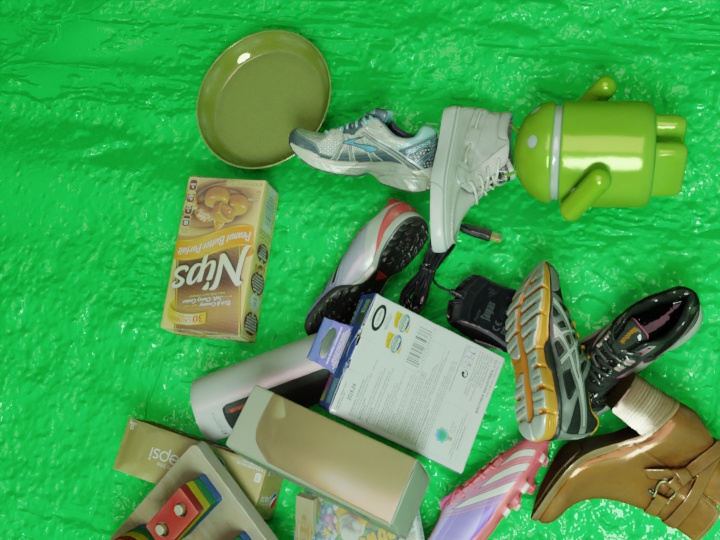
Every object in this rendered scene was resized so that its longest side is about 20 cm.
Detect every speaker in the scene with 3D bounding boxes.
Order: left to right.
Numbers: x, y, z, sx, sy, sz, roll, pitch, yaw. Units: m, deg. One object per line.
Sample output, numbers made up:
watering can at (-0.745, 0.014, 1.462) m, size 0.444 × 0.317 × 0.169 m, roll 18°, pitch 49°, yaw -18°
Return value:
speaker at (-0.102, 0.136, 0.986) m, size 0.196 × 0.081 × 0.083 m, roll -20°, pitch 70°, yaw 9°

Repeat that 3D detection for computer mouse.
computer mouse at (0.154, 0.024, 0.967) m, size 0.196 × 0.046 × 0.143 m, roll 17°, pitch 67°, yaw 19°

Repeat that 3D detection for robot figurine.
robot figurine at (0.264, -0.132, 0.934) m, size 0.195 × 0.117 × 0.179 m, roll 4°, pitch 54°, yaw 16°

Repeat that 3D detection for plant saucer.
plant saucer at (-0.129, -0.228, 1.123) m, size 0.195 × 0.031 × 0.205 m, roll -5°, pitch 73°, yaw 15°

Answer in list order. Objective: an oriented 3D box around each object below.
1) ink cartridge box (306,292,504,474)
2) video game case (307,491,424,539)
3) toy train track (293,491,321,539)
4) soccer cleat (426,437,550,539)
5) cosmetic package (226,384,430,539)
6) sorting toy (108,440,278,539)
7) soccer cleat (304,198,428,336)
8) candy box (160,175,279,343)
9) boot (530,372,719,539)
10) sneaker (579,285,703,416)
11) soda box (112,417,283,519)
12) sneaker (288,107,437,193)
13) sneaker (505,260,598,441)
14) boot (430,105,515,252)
ink cartridge box at (0.042, 0.115, 0.906) m, size 0.197 × 0.076 × 0.139 m, roll 26°, pitch 80°, yaw -11°
video game case at (0.012, 0.325, 0.909) m, size 0.141 × 0.018 × 0.205 m, roll -22°, pitch 68°, yaw 30°
toy train track at (-0.056, 0.340, 0.908) m, size 0.112 × 0.032 × 0.206 m, roll 8°, pitch 103°, yaw 28°
soccer cleat at (0.132, 0.248, 0.897) m, size 0.076 × 0.067 × 0.202 m, roll 35°, pitch 89°, yaw 26°
cosmetic package at (-0.032, 0.201, 0.868) m, size 0.196 × 0.106 × 0.072 m, roll 21°, pitch 71°, yaw 20°
sorting toy at (-0.190, 0.336, 0.913) m, size 0.201 × 0.069 × 0.199 m, roll 48°, pitch 111°, yaw 13°
soccer cleat at (0.000, 0.000, 1.012) m, size 0.201 × 0.068 × 0.073 m, roll -49°, pitch 38°, yaw 7°
candy box at (-0.179, -0.015, 1.064) m, size 0.112 × 0.055 × 0.205 m, roll 4°, pitch 76°, yaw 17°
boot at (0.286, 0.226, 0.860) m, size 0.154 × 0.077 × 0.201 m, roll 39°, pitch 98°, yaw 4°
sneaker at (0.281, 0.079, 0.886) m, size 0.200 × 0.086 × 0.081 m, roll -43°, pitch 66°, yaw 2°
soda box at (-0.193, 0.237, 0.991) m, size 0.195 × 0.068 × 0.066 m, roll 13°, pitch 79°, yaw 19°
sneaker at (0.007, -0.164, 1.027) m, size 0.195 × 0.078 × 0.088 m, roll 13°, pitch 113°, yaw 10°
sneaker at (0.202, 0.086, 0.867) m, size 0.075 × 0.078 × 0.205 m, roll 11°, pitch 61°, yaw -14°
boot at (0.136, -0.112, 0.977) m, size 0.093 × 0.074 × 0.204 m, roll 3°, pitch 63°, yaw 14°
